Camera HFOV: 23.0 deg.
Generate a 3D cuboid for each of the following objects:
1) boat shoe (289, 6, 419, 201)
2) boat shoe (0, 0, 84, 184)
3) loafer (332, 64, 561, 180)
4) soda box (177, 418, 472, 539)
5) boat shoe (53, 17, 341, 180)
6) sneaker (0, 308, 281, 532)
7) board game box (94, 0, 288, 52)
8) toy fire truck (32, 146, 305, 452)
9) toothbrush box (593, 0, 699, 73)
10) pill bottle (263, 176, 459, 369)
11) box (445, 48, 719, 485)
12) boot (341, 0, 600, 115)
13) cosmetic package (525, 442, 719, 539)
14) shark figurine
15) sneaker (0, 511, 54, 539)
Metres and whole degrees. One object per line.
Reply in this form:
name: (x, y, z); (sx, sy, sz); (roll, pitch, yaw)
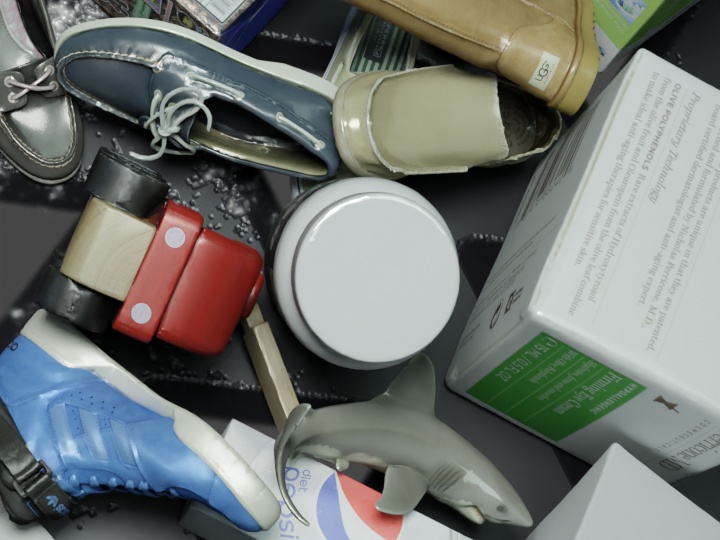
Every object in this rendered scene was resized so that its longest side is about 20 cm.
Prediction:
boat shoe: (-0.001, -0.117, 1.212); (0.071, 0.062, 0.202); (16, 70, -9)
boat shoe: (-0.235, -0.155, 1.168); (0.066, 0.057, 0.202); (-19, 78, -19)
loafer: (0.061, -0.103, 1.176); (0.199, 0.068, 0.077); (-9, 89, -47)
soda box: (-0.011, 0.171, 1.113); (0.199, 0.068, 0.064); (27, 68, -4)
boat shoe: (-0.105, -0.105, 1.143); (0.198, 0.075, 0.062); (17, 51, -10)
sneaker: (-0.149, 0.120, 1.039); (0.199, 0.077, 0.112); (35, 76, 15)
board game box: (-0.127, -0.255, 1.206); (0.200, 0.097, 0.160); (41, 67, 2)
toy fire truck: (-0.096, 0.026, 1.088); (0.198, 0.176, 0.130); (25, 91, -10)
toothbrush box: (0.227, -0.244, 1.237); (0.145, 0.200, 0.086); (-37, 83, -21)
pill bottle: (0.000, 0.000, 1.079); (0.112, 0.200, 0.115); (0, 92, -6)
box: (0.185, 0.009, 1.145); (0.170, 0.199, 0.201); (27, 69, -5)
boot: (0.059, -0.187, 1.172); (0.198, 0.175, 0.067); (25, 106, -9)
cosmetic package: (0.177, 0.253, 1.066); (0.199, 0.123, 0.200); (36, 39, 0)
shark figurine: (0.010, 0.091, 1.082); (0.213, 0.128, 0.090); (16, 109, -42)
sneaker: (-0.208, 0.243, 1.016); (0.115, 0.073, 0.202); (-10, 73, -46)
